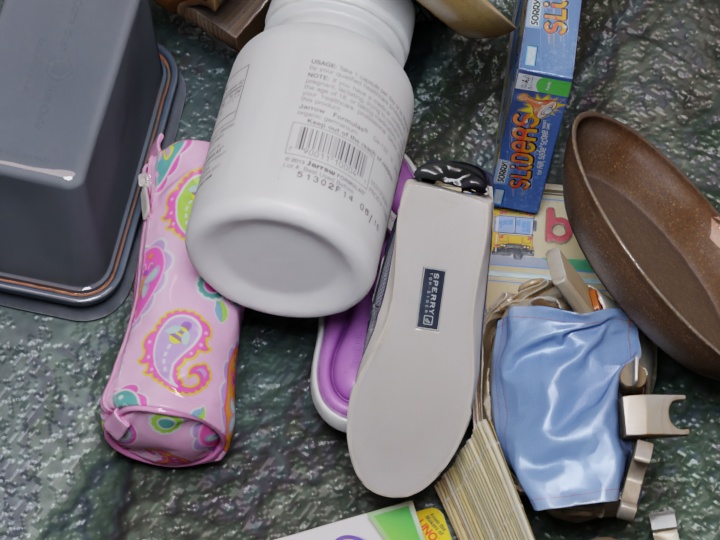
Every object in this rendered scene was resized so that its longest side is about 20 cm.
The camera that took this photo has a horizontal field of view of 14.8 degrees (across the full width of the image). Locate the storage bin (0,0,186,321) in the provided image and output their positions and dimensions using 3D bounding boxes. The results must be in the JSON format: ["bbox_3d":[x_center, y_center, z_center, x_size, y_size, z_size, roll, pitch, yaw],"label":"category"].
[{"bbox_3d":[-0.196,-0.096,1.703,0.145,0.134,0.201,12,62,5],"label":"storage bin"}]

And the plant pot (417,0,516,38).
[{"bbox_3d":[0.011,-0.203,1.673,0.200,0.200,0.028,44,97,19],"label":"plant pot"}]

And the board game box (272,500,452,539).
[{"bbox_3d":[-0.033,0.202,1.612,0.199,0.030,0.096,-14,64,-11],"label":"board game box"}]

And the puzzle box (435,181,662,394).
[{"bbox_3d":[0.088,0.005,1.718,0.199,0.025,0.134,4,62,1],"label":"puzzle box"}]

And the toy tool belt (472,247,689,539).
[{"bbox_3d":[0.127,0.097,1.599,0.124,0.123,0.201,-9,73,2],"label":"toy tool belt"}]

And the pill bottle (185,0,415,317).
[{"bbox_3d":[-0.029,-0.082,1.643,0.114,0.115,0.201,11,56,4],"label":"pill bottle"}]

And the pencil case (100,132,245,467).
[{"bbox_3d":[-0.105,0.016,1.672,0.087,0.088,0.201,6,63,2],"label":"pencil case"}]

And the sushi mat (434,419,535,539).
[{"bbox_3d":[0.091,0.191,1.581,0.012,0.096,0.201,-9,61,-23],"label":"sushi mat"}]

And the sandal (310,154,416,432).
[{"bbox_3d":[0.008,0.000,1.676,0.082,0.050,0.203,-1,64,-2],"label":"sandal"}]

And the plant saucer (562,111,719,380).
[{"bbox_3d":[0.182,-0.005,1.646,0.037,0.200,0.201,-40,64,23],"label":"plant saucer"}]

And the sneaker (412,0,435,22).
[{"bbox_3d":[0.015,-0.189,1.789,0.085,0.078,0.200,41,68,17],"label":"sneaker"}]

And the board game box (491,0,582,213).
[{"bbox_3d":[0.115,-0.156,1.727,0.034,0.136,0.201,10,53,0],"label":"board game box"}]

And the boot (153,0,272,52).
[{"bbox_3d":[-0.124,-0.218,1.671,0.155,0.200,0.074,37,69,11],"label":"boot"}]

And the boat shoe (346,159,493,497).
[{"bbox_3d":[0.043,0.029,1.621,0.074,0.093,0.201,15,104,5],"label":"boat shoe"}]
